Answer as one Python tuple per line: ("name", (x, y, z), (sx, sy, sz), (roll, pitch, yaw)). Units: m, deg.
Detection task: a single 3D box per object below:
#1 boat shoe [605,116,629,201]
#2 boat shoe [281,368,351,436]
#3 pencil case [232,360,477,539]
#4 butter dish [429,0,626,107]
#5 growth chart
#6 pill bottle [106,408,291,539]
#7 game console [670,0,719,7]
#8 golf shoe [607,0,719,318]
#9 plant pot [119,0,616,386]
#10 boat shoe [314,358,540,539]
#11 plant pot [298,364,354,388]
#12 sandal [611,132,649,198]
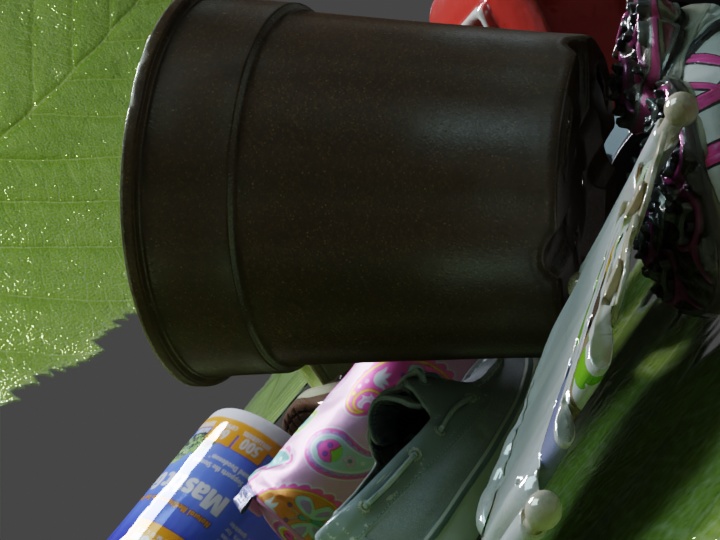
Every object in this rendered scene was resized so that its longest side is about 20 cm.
("boat shoe", (0.076, -0.032, 0.912), (0.199, 0.062, 0.075), (-31, 43, 6))
("boat shoe", (0.015, 0.093, 1.120), (0.075, 0.075, 0.202), (-34, 2, -29))
("pencil case", (0.018, 0.082, 0.966), (0.200, 0.087, 0.087), (-49, 3, -5))
("butter dish", (0.149, -0.122, 1.051), (0.147, 0.201, 0.199), (-26, -1, -12))
("growth chart", (0.079, 0.037, 0.628), (0.145, 0.018, 0.201), (111, -177, -58))
("pill bottle", (-0.116, 0.201, 1.132), (0.200, 0.112, 0.112), (-50, 4, -30))
("game console", (0.259, -0.223, 0.967), (0.116, 0.176, 0.200), (-9, -32, -53))
("golf shoe", (0.162, -0.056, 0.716), (0.201, 0.091, 0.073), (-86, 4, -48))
("plant pot", (0.016, -0.039, 0.803), (0.200, 0.197, 0.202), (2, -90, -72))
("boat shoe", (0.037, 0.083, 0.808), (0.070, 0.071, 0.201), (-46, 4, 37))
("plant pot", (0.016, 0.000, 1.282), (0.190, 0.200, 0.200), (-37, 2, -7))
("sandal", (0.196, -0.096, 0.826), (0.200, 0.075, 0.045), (-56, 0, 28))
